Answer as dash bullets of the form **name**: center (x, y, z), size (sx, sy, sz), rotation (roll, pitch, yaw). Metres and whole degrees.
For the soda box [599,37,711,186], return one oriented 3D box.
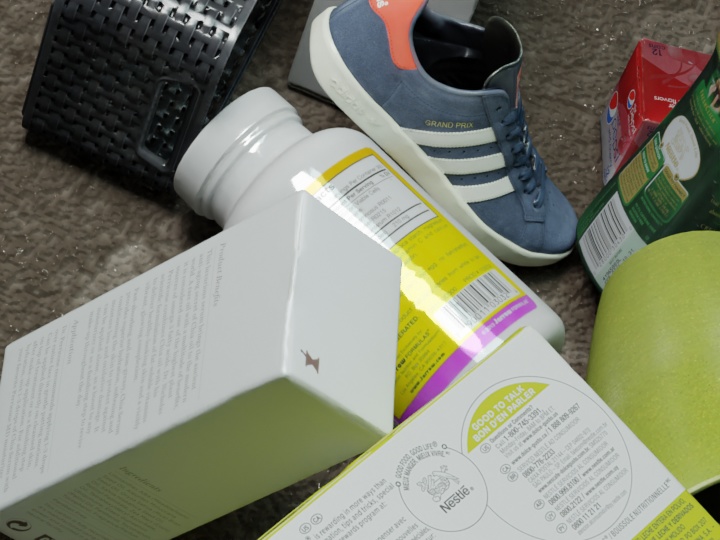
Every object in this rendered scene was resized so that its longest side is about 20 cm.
- **soda box**: center (0.237, -0.065, 1.516), size (0.199, 0.070, 0.064), rotation (11, 50, -11)

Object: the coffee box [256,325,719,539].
- **coffee box**: center (0.041, 0.184, 1.183), size (0.198, 0.200, 0.200), rotation (46, 55, 9)

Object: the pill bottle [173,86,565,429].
- **pill bottle**: center (0.000, 0.000, 1.371), size (0.200, 0.104, 0.104), rotation (44, 54, 15)

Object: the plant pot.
- **plant pot**: center (0.182, 0.082, 1.344), size (0.187, 0.187, 0.200), rotation (4, 42, -16)

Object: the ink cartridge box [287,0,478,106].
- **ink cartridge box**: center (0.038, -0.197, 1.498), size (0.084, 0.144, 0.200), rotation (20, 51, -2)

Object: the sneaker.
- **sneaker**: center (0.065, -0.078, 1.412), size (0.200, 0.084, 0.075), rotation (39, 31, -34)

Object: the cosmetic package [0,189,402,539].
- **cosmetic package**: center (-0.078, 0.055, 1.243), size (0.071, 0.200, 0.102), rotation (34, 45, -35)

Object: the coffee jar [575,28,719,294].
- **coffee jar**: center (0.202, -0.061, 1.411), size (0.104, 0.200, 0.085), rotation (11, 42, -29)

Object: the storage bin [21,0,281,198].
- **storage bin**: center (-0.091, -0.156, 1.430), size (0.094, 0.135, 0.200), rotation (24, 52, -1)
